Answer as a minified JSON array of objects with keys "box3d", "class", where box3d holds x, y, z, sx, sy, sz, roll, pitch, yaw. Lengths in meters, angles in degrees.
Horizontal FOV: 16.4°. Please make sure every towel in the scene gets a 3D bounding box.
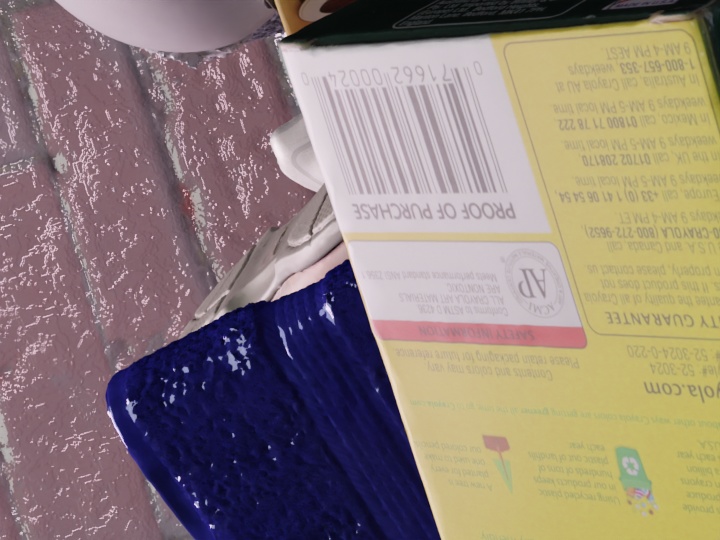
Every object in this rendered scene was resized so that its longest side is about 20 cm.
[{"box3d":[0.029,0.056,0.830,0.148,0.199,0.050,58,-151,-11],"class":"towel"}]

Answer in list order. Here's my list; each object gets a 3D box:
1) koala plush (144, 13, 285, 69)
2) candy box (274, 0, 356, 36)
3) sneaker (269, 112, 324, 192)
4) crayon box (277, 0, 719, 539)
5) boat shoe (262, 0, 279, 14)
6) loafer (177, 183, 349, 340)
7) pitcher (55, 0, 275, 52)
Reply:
[{"box3d":[-0.026,-0.167,1.210,0.178,0.199,0.185,-107,-2,-61],"class":"koala plush"},{"box3d":[0.022,-0.119,0.653,0.200,0.116,0.057,69,-176,-64],"class":"candy box"},{"box3d":[0.016,-0.123,1.042,0.075,0.081,0.201,28,-104,-76],"class":"sneaker"},{"box3d":[0.067,0.031,0.556,0.127,0.051,0.201,2,115,47],"class":"crayon box"},{"box3d":[-0.014,-0.126,0.956,0.070,0.066,0.201,91,174,-49],"class":"boat shoe"},{"box3d":[0.000,0.000,0.895,0.063,0.200,0.072,37,-129,-10],"class":"loafer"},{"box3d":[-0.117,-0.189,1.050,0.172,0.121,0.200,52,-174,36],"class":"pitcher"}]
